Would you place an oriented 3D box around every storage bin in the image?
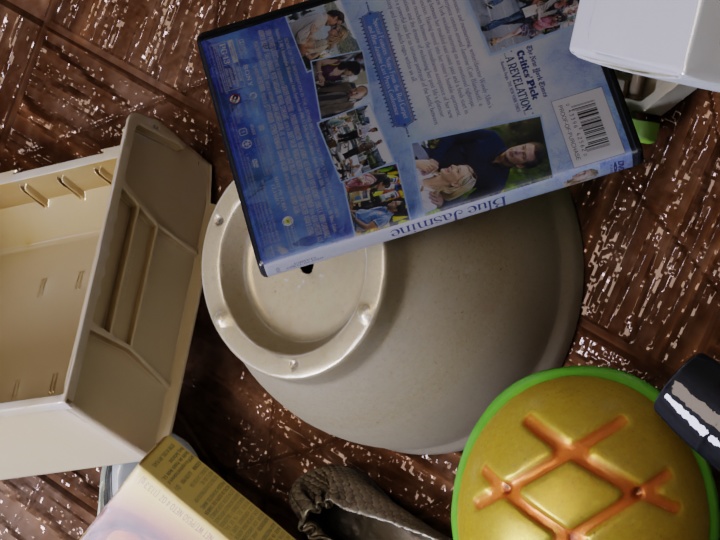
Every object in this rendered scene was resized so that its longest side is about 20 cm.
[{"bbox_3d":[-0.198,0.018,1.441,0.199,0.094,0.199,-11,56,34],"label":"storage bin"}]

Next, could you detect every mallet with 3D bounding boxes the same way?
[{"bbox_3d":[0.210,0.030,1.151,0.066,0.041,0.200,47,136,11],"label":"mallet"}]

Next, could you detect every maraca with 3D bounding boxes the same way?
[{"bbox_3d":[0.113,0.148,1.250,0.137,0.107,0.201,0,94,17],"label":"maraca"}]

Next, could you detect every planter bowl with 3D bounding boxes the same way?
[{"bbox_3d":[0.000,0.000,1.318,0.200,0.135,0.201,-1,88,35],"label":"planter bowl"}]

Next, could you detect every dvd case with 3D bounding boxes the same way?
[{"bbox_3d":[0.028,-0.087,1.250,0.199,0.018,0.143,-17,63,0],"label":"dvd case"}]

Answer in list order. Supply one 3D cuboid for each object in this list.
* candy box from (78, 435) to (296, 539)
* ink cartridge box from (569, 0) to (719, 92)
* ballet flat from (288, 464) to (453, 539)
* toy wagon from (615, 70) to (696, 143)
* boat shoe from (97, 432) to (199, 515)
[{"bbox_3d":[-0.069,0.201,1.356,0.200,0.056,0.117,40,110,2],"label":"candy box"},{"bbox_3d":[0.218,-0.142,1.110,0.145,0.199,0.146,-147,67,-73],"label":"ink cartridge box"},{"bbox_3d":[0.035,0.165,1.339,0.200,0.046,0.068,33,107,31],"label":"ballet flat"},{"bbox_3d":[0.145,-0.145,1.283,0.199,0.040,0.156,15,96,33],"label":"toy wagon"},{"bbox_3d":[-0.118,0.190,1.439,0.064,0.070,0.201,-179,88,-69],"label":"boat shoe"}]
